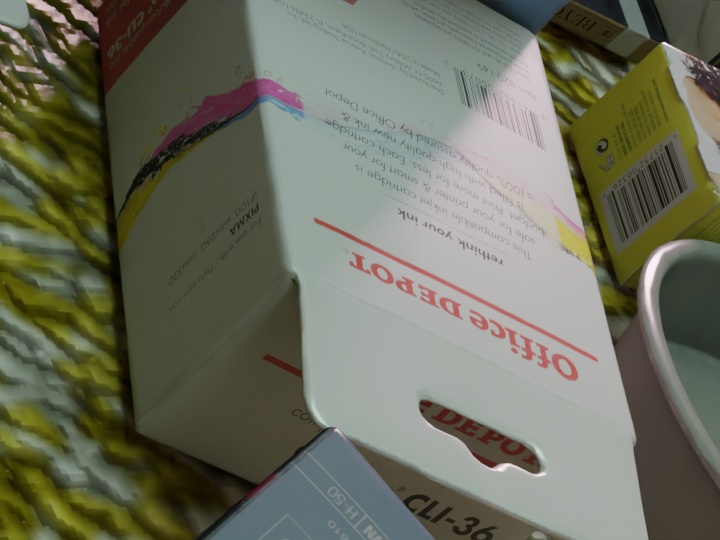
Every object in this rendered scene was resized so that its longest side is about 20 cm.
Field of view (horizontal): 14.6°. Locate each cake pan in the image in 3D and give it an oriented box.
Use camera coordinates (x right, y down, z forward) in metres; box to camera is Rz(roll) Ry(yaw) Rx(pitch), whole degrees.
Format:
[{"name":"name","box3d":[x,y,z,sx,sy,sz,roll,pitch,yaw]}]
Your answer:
[{"name":"cake pan","box3d":[0.145,0.077,0.830,0.200,0.037,0.200,35,25,-20]}]

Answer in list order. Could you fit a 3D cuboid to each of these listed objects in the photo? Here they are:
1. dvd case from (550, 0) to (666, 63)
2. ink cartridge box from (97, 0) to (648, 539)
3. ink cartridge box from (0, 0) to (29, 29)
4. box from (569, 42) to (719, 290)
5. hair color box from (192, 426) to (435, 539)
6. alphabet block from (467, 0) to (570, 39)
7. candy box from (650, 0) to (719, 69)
[{"name":"dvd case","box3d":[0.014,-0.158,0.976,0.200,0.016,0.149,21,39,-36]},{"name":"ink cartridge box","box3d":[0.000,0.000,0.732,0.116,0.067,0.200,26,35,-31]},{"name":"ink cartridge box","box3d":[-0.163,-0.123,0.669,0.117,0.067,0.200,13,44,-44]},{"name":"box","box3d":[0.164,-0.006,0.957,0.200,0.050,0.075,21,40,-38]},{"name":"hair color box","box3d":[-0.058,0.111,0.505,0.061,0.099,0.200,49,31,1]},{"name":"alphabet block","box3d":[0.004,-0.208,0.784,0.196,0.195,0.200,18,56,-22]},{"name":"candy box","box3d":[0.193,-0.121,1.099,0.200,0.072,0.168,19,41,-38]}]
